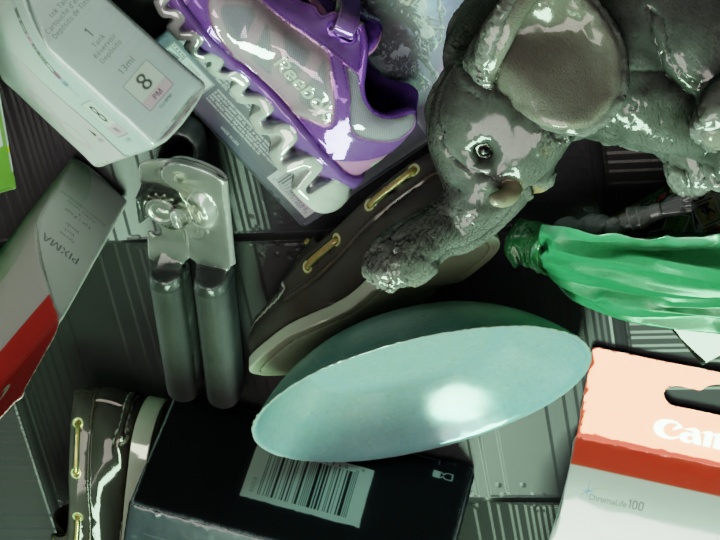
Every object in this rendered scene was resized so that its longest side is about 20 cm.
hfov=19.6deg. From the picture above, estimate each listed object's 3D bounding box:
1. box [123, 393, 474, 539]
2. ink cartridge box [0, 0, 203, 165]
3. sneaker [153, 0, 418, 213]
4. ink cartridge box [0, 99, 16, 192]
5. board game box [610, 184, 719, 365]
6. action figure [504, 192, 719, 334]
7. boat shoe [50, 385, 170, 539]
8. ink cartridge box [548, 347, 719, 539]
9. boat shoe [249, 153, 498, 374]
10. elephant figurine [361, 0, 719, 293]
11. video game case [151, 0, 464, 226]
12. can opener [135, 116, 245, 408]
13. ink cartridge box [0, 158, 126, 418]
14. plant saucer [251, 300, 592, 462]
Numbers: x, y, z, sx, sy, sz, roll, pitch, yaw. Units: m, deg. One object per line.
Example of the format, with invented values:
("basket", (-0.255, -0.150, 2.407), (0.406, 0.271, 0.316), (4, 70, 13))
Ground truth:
("box", (-0.049, 0.206, 1.323), (0.197, 0.117, 0.200), (14, 126, 3))
("ink cartridge box", (-0.185, -0.141, 1.110), (0.200, 0.057, 0.163), (38, 169, -13))
("sneaker", (-0.038, -0.128, 1.109), (0.088, 0.080, 0.200), (-28, 117, 22))
("ink cartridge box", (-0.260, -0.147, 1.126), (0.076, 0.148, 0.200), (-19, 125, -23))
("board game box", (0.240, -0.030, 1.146), (0.200, 0.023, 0.105), (-31, 108, 31))
("action figure", (0.170, -0.003, 1.129), (0.200, 0.055, 0.118), (9, 149, 24))
("boat shoe", (-0.170, 0.162, 1.360), (0.061, 0.072, 0.201), (15, 118, 4))
("ink cartridge box", (0.199, 0.154, 1.265), (0.162, 0.057, 0.200), (11, 130, 8))
("boat shoe", (0.000, 0.000, 1.204), (0.201, 0.072, 0.061), (-35, 64, 41))
("elephant figurine", (0.094, -0.092, 1.049), (0.200, 0.155, 0.142), (-5, 146, -14))
("video game case", (-0.006, -0.124, 1.155), (0.200, 0.019, 0.143), (-33, 110, 30))
("can opener", (-0.095, -0.004, 1.245), (0.053, 0.067, 0.200), (8, 138, 10))
("ink cartridge box", (-0.220, 0.045, 1.214), (0.050, 0.200, 0.161), (38, 124, -10))
("plant saucer", (0.032, 0.058, 1.206), (0.201, 0.039, 0.201), (-12, 159, -5))
